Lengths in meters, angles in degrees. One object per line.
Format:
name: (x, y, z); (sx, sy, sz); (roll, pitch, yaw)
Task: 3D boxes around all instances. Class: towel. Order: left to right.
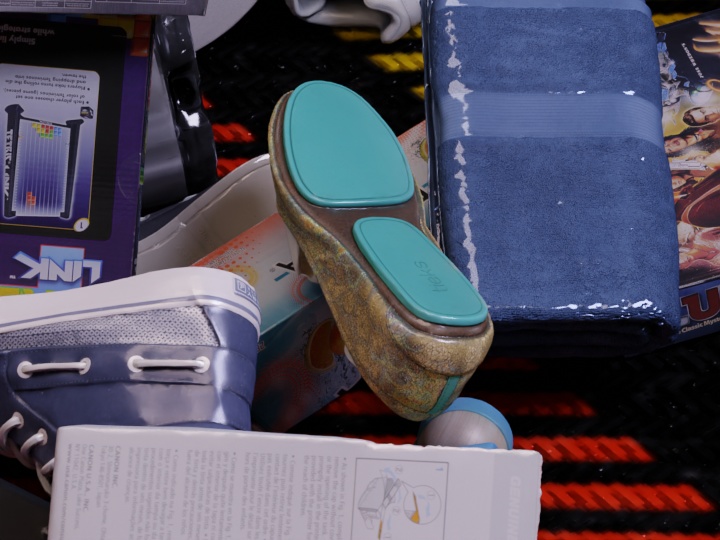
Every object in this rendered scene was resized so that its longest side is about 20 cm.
towel: (0.086, -0.050, 1.309); (0.111, 0.049, 0.201); (1, 56, -4)

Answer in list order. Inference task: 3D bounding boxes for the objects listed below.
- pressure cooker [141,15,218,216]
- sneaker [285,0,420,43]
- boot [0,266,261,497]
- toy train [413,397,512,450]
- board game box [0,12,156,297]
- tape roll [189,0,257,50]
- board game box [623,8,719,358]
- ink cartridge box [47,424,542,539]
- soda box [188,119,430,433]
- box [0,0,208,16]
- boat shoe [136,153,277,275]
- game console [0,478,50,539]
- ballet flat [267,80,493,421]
pressure cooker: (-0.182, -0.098, 1.421); (0.199, 0.179, 0.176); (-15, 40, -6)
sneaker: (-0.030, -0.183, 1.572); (0.200, 0.076, 0.092); (22, 54, 37)
boot: (-0.138, 0.062, 1.251); (0.199, 0.073, 0.091); (-14, 55, 22)
toy train: (-0.030, 0.110, 1.219); (0.199, 0.085, 0.116); (-11, 22, 13)
board game box: (-0.197, -0.055, 1.307); (0.199, 0.166, 0.057); (5, 2, -6)
tape roll: (-0.136, -0.188, 1.499); (0.202, 0.203, 0.037); (-14, 44, -3)
board game box: (0.160, -0.048, 1.385); (0.135, 0.035, 0.200); (-16, 39, -4)
ink cartridge box: (-0.028, 0.144, 1.121); (0.199, 0.050, 0.163); (2, 82, 13)
soda box: (0.000, 0.000, 1.346); (0.200, 0.064, 0.068); (-33, 44, -23)
box: (-0.176, -0.172, 1.296); (0.199, 0.049, 0.159); (0, 31, -13)
boat shoe: (-0.105, 0.011, 1.381); (0.200, 0.073, 0.063); (-31, -1, -14)
game console: (-0.218, 0.152, 1.212); (0.200, 0.031, 0.177); (22, 63, 35)
ballet flat: (0.000, -0.007, 1.258); (0.070, 0.071, 0.200); (-20, 41, -9)
